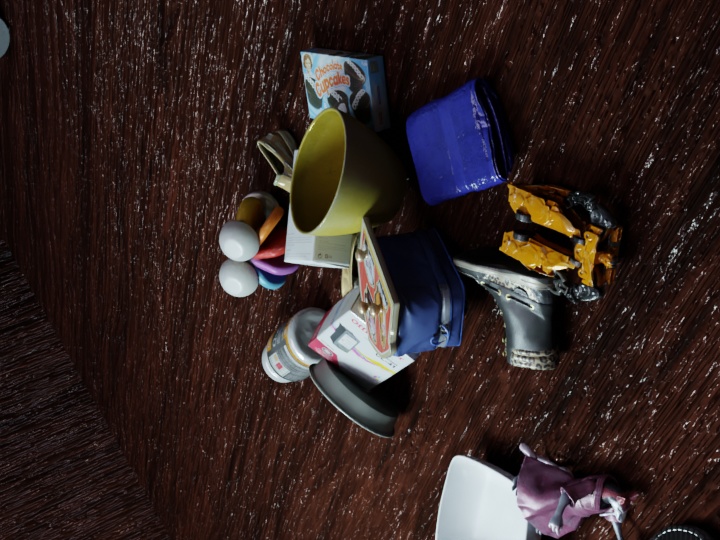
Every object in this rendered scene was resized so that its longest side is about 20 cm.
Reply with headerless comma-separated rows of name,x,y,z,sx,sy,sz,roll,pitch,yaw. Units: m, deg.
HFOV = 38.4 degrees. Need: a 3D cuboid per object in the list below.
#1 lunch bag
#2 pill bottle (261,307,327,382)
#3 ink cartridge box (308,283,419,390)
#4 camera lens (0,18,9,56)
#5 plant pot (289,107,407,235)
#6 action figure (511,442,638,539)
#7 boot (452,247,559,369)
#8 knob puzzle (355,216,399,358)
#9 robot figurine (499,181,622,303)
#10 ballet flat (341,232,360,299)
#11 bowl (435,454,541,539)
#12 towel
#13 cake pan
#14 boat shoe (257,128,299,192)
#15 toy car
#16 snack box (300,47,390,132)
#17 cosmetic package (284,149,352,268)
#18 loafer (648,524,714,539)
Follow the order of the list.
lunch bag,0.094,0.034,1.610,0.202,0.130,0.138,-113,18,-45
pill bottle,-0.123,0.156,2.074,0.118,0.115,0.200,65,149,7
ink cartridge box,0.015,0.113,1.799,0.147,0.086,0.200,37,150,-7
camera lens,-1.196,-0.729,3.237,0.199,0.158,0.163,15,120,54
plant pot,-0.009,-0.144,1.652,0.199,0.140,0.204,-34,50,55
action figure,0.325,0.328,1.502,0.199,0.133,0.151,-24,45,48
boot,0.216,0.052,1.508,0.198,0.072,0.153,15,120,48
knob puzzle,0.015,0.050,1.607,0.219,0.030,0.224,170,90,-78
robot figurine,0.267,-0.045,1.363,0.199,0.057,0.148,30,122,48
ballet flat,0.000,0.000,1.828,0.063,0.068,0.204,22,126,45
bowl,0.217,0.416,1.676,0.198,0.074,0.204,20,102,52
towel,0.144,-0.184,1.507,0.199,0.049,0.151,-15,88,60
cake pan,-0.007,0.223,1.884,0.037,0.199,0.200,-51,55,10
boat shoe,-0.128,-0.170,1.923,0.201,0.075,0.072,55,147,23
toy car,-0.189,-0.045,2.049,0.147,0.176,0.203,15,129,10
snack box,-0.027,-0.302,1.716,0.199,0.037,0.118,22,125,52
cosmetic package,-0.067,-0.110,1.788,0.112,0.080,0.204,4,86,58
loafer,0.419,0.401,1.404,0.070,0.074,0.200,27,145,-16
